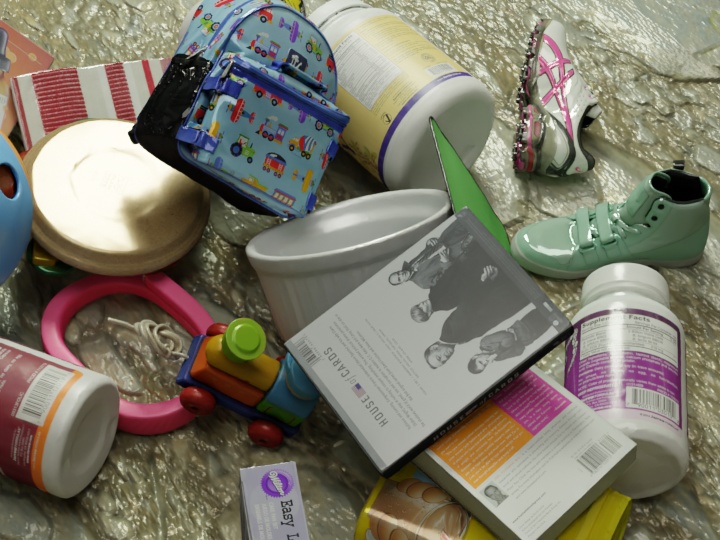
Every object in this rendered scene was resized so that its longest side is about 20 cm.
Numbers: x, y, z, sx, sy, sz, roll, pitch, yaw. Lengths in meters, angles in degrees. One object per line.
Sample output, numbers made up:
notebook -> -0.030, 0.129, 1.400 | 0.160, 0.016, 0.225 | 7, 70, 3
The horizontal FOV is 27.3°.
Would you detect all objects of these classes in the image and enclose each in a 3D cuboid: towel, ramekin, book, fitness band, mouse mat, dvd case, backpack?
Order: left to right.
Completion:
towel -> -0.255, -0.147, 1.548 | 0.199, 0.023, 0.145 | -10, 75, -25
fitness band -> -0.216, 0.072, 1.416 | 0.143, 0.038, 0.200 | -36, 58, -26
backpack -> -0.097, -0.170, 1.433 | 0.134, 0.182, 0.201 | 14, 75, 51
ramekin -> 0.000, 0.000, 1.383 | 0.199, 0.098, 0.201 | -13, 14, 3
dvd case -> 0.056, 0.057, 1.244 | 0.200, 0.025, 0.151 | -37, 62, -5
mouse mat -> 0.117, -0.037, 1.411 | 0.007, 0.200, 0.162 | -24, 49, 15
book -> 0.113, 0.132, 1.246 | 0.133, 0.048, 0.200 | -38, 58, -22

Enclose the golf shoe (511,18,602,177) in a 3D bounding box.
golf shoe -> 0.215, -0.185, 1.608 | 0.091, 0.073, 0.201 | 8, 61, -1

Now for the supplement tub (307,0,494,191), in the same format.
supplement tub -> 0.027, -0.183, 1.555 | 0.145, 0.146, 0.200 | -33, 57, -24

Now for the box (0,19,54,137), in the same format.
box -> -0.436, -0.173, 1.532 | 0.152, 0.106, 0.201 | 34, 50, -18

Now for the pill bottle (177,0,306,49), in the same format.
pill bottle -> -0.130, -0.253, 1.593 | 0.112, 0.113, 0.200 | 8, 28, 7

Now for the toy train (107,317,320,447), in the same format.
toy train -> -0.123, 0.074, 1.319 | 0.199, 0.116, 0.085 | 27, 61, -12

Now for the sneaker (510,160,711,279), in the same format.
sneaker -> 0.248, -0.057, 1.467 | 0.199, 0.119, 0.074 | -5, 52, -2

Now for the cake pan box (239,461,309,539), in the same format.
cake pan box -> -0.059, 0.275, 1.153 | 0.052, 0.185, 0.201 | -6, 50, -10

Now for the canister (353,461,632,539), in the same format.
canister -> 0.110, 0.222, 1.260 | 0.199, 0.087, 0.149 | 20, 53, 18

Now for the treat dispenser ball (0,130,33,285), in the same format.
treat dispenser ball -> -0.400, -0.058, 1.355 | 0.199, 0.202, 0.202 | 0, 50, 0

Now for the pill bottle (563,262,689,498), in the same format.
pill bottle -> 0.240, 0.095, 1.346 | 0.111, 0.113, 0.201 | 5, 50, 5

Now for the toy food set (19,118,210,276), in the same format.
toy food set -> -0.247, -0.074, 1.469 | 0.196, 0.049, 0.201 | 6, 54, -13

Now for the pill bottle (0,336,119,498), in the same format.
pill bottle -> -0.327, 0.119, 1.327 | 0.199, 0.115, 0.115 | 18, 53, 16
